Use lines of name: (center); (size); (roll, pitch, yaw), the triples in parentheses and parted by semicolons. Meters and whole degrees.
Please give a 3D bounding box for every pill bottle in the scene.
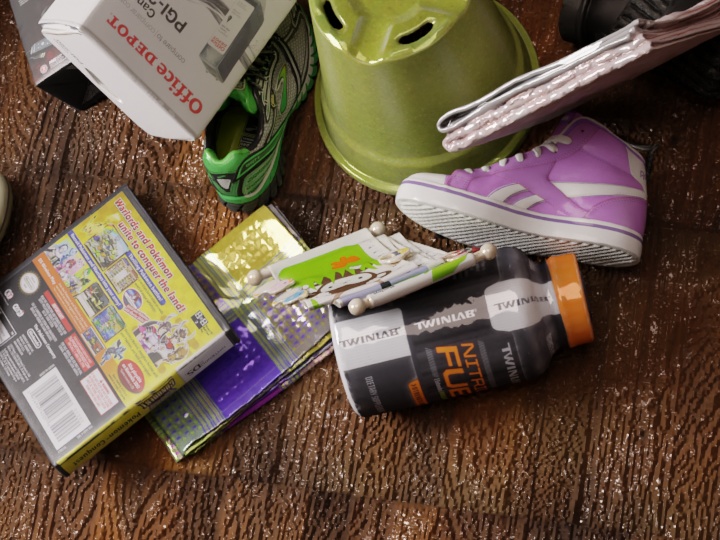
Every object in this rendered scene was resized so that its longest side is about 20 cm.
pill bottle: (0.081, 0.043, 1.411); (0.198, 0.106, 0.107); (-14, 67, 7)

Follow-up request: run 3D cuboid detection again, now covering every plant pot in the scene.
plant pot: (0.040, -0.187, 1.465); (0.198, 0.184, 0.203); (-4, 69, 11)

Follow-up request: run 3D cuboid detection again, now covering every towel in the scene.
towel: (-0.110, 0.048, 1.498); (0.199, 0.023, 0.144); (-37, 67, -3)
towel: (0.178, -0.153, 1.381); (0.199, 0.190, 0.033); (-25, 89, 36)

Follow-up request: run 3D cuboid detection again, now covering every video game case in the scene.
video game case: (-0.220, 0.046, 1.500); (0.180, 0.026, 0.200); (-38, 53, -3)

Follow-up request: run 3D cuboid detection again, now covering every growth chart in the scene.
growth chart: (0.000, 0.000, 1.409); (0.144, 0.200, 0.018); (-24, 108, -22)

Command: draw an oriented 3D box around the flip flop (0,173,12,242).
flip flop: (-0.347, -0.006, 1.534); (0.080, 0.058, 0.202); (-5, 59, 25)

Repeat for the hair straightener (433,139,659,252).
hair straightener: (0.150, -0.069, 1.473); (0.198, 0.041, 0.077); (-25, 66, 2)

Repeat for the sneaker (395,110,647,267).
sneaker: (0.130, -0.075, 1.425); (0.198, 0.073, 0.116); (11, 75, -6)

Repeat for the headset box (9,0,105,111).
headset box: (-0.238, -0.270, 1.601); (0.148, 0.077, 0.202); (-28, 67, 17)

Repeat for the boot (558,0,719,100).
boot: (0.274, -0.255, 1.494); (0.157, 0.079, 0.213); (22, 86, 26)

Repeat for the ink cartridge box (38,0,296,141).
ink cartridge box: (-0.144, -0.228, 1.471); (0.201, 0.146, 0.085); (-55, 32, -13)

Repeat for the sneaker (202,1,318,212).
sneaker: (-0.087, -0.156, 1.536); (0.077, 0.085, 0.202); (4, 70, 13)
